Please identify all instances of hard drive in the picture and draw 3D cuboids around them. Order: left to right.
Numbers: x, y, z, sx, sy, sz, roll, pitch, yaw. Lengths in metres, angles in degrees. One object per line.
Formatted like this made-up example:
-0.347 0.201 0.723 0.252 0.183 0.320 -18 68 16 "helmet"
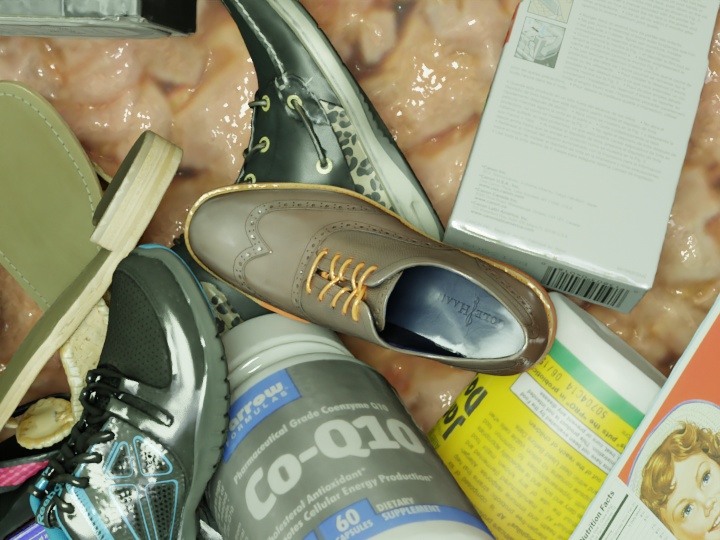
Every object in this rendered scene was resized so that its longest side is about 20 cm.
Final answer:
-0.196 -0.145 0.766 0.197 0.140 0.038 3 96 4 "hard drive"

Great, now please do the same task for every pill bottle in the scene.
-0.014 0.112 0.709 0.113 0.200 0.115 -12 124 -18 "pill bottle"
0.081 0.121 0.783 0.112 0.113 0.201 38 98 0 "pill bottle"

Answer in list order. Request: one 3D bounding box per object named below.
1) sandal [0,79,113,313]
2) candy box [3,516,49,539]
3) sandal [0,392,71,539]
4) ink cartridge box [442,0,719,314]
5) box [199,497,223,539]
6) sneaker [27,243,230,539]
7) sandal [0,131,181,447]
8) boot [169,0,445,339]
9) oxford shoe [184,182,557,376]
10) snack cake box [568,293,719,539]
-0.158 -0.020 0.817 0.077 0.070 0.213 -15 117 14 "sandal"
-0.123 0.221 0.829 0.168 0.077 0.201 -32 91 5 "candy box"
-0.183 0.098 0.809 0.199 0.076 0.045 -31 125 19 "sandal"
0.123 -0.090 0.780 0.108 0.050 0.202 17 72 3 "ink cartridge box"
-0.083 0.223 0.763 0.199 0.050 0.158 38 93 -1 "box"
-0.111 0.089 0.683 0.081 0.073 0.203 -1 93 -32 "sneaker"
-0.132 0.037 0.749 0.069 0.078 0.213 29 100 -15 "sandal"
-0.062 -0.051 0.789 0.153 0.073 0.205 -34 96 -1 "boot"
0.000 0.000 0.718 0.198 0.073 0.072 16 95 11 "oxford shoe"
0.181 0.117 0.690 0.067 0.115 0.201 17 109 -36 "snack cake box"
